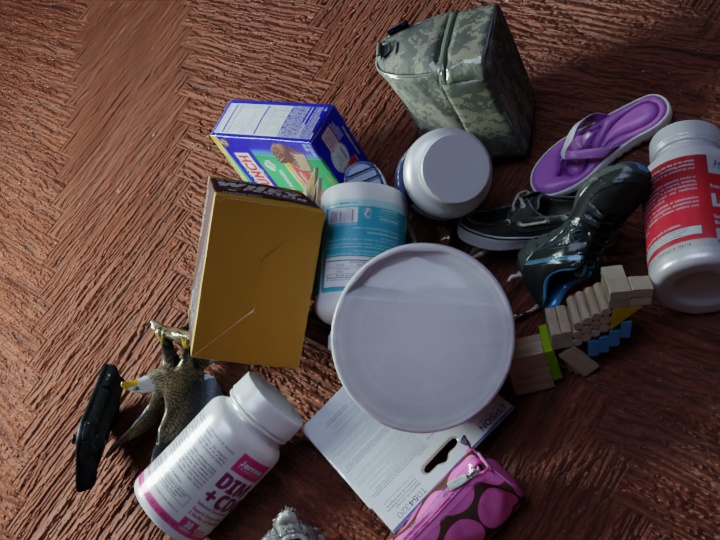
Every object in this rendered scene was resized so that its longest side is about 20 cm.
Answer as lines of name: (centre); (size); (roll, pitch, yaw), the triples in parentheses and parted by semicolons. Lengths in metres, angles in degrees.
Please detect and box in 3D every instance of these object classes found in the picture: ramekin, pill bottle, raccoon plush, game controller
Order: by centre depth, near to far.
ramekin: (0.071, 0.074, 1.043); (0.201, 0.094, 0.204); (-1, 85, 7)
pill bottle: (0.371, -0.064, 1.043); (0.112, 0.112, 0.201); (-11, 53, 25)
raccoon plush: (-0.133, 0.342, 1.087); (0.199, 0.097, 0.134); (-1, 50, 32)
pill bottle: (-0.172, 0.228, 1.161); (0.200, 0.113, 0.113); (-47, 46, 2)
pill bottle: (0.000, 0.000, 1.163); (0.110, 0.111, 0.201); (-4, 75, 30)
pill bottle: (0.105, -0.119, 1.181); (0.111, 0.111, 0.200); (-43, 3, -2)
game controller: (-0.358, 0.210, 1.278); (0.200, 0.042, 0.105); (-98, 23, -68)

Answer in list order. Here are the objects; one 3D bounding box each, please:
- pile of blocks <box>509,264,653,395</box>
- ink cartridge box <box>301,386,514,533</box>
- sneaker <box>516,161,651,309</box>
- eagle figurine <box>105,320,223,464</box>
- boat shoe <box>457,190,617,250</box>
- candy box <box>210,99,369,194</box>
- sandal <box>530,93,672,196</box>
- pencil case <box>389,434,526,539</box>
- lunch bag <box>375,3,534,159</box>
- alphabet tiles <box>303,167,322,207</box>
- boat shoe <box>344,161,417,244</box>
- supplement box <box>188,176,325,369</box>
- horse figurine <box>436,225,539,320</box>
pile of blocks: (0.243, 0.063, 1.054); (0.200, 0.082, 0.062); (-37, 29, 25)
ink cartridge box: (0.055, 0.182, 1.112); (0.196, 0.043, 0.200); (-44, 48, -6)
sneaker: (0.260, -0.036, 1.062); (0.200, 0.073, 0.082); (-53, 31, 35)
eagle figurine: (-0.261, 0.173, 1.280); (0.152, 0.150, 0.201); (-143, 60, -80)
boat shoe: (0.214, -0.068, 1.157); (0.199, 0.064, 0.071); (1, 35, 21)
candy box: (-0.094, -0.161, 1.365); (0.199, 0.169, 0.077); (11, 60, 37)
sandal: (0.300, -0.170, 1.207); (0.202, 0.050, 0.083); (-34, 46, 7)
pencil case: (0.079, 0.278, 0.991); (0.091, 0.094, 0.200); (39, 85, 25)
lunch bag: (0.128, -0.245, 1.267); (0.167, 0.200, 0.140); (-7, 54, 27)
alphabet tiles: (-0.079, -0.037, 1.269); (0.006, 0.200, 0.167); (9, 67, -12)
boat shoe: (0.038, -0.049, 1.263); (0.072, 0.072, 0.201); (-19, 73, 8)
supplement box: (-0.139, -0.004, 1.196); (0.200, 0.132, 0.199); (-135, 54, -74)
horse figurine: (0.135, 0.029, 1.169); (0.132, 0.050, 0.200); (-38, 48, -5)
